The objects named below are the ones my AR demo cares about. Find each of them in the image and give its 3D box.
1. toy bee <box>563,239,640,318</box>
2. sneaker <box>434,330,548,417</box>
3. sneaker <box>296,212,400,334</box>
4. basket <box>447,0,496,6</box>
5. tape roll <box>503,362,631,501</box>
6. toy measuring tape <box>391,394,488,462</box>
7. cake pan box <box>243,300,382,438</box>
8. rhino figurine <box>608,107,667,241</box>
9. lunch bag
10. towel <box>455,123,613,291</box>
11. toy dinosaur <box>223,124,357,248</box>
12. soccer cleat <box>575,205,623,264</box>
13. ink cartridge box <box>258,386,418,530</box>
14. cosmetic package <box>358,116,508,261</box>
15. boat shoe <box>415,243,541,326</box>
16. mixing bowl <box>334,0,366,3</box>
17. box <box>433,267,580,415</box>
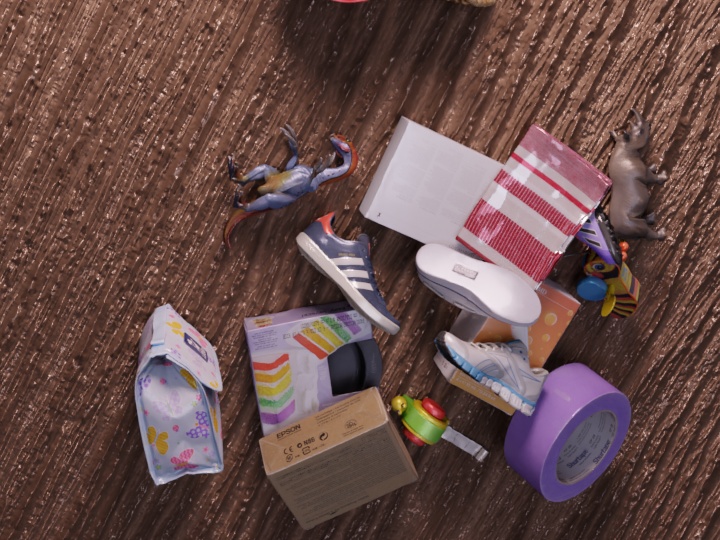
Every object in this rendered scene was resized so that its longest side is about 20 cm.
[{"bbox_3d":[0.371,0.004,1.596,0.198,0.108,0.133,16,66,-38],"label":"toy bee"},{"bbox_3d":[0.193,0.127,1.533,0.199,0.075,0.087,33,92,-26],"label":"sneaker"},{"bbox_3d":[0.000,0.000,1.522,0.084,0.075,0.200,-43,90,-8],"label":"sneaker"},{"bbox_3d":[0.148,-0.455,1.393,0.146,0.143,0.203,6,107,-13],"label":"basket"},{"bbox_3d":[0.322,0.251,1.644,0.198,0.085,0.203,-24,132,-29],"label":"tape roll"},{"bbox_3d":[0.128,0.256,1.658,0.199,0.074,0.074,35,98,-19],"label":"toy measuring tape"},{"bbox_3d":[-0.066,0.148,1.592,0.196,0.052,0.187,-9,111,-10],"label":"cake pan box"},{"bbox_3d":[0.412,-0.142,1.595,0.086,0.060,0.204,-6,100,-14],"label":"rhino figurine"},{"bbox_3d":[-0.256,0.168,1.493,0.125,0.170,0.203,-12,109,-6],"label":"lunch bag"},{"bbox_3d":[0.247,-0.086,1.514,0.143,0.023,0.201,36,98,9],"label":"towel"},{"bbox_3d":[-0.097,-0.133,1.502,0.179,0.106,0.201,-3,146,-24],"label":"toy dinosaur"},{"bbox_3d":[0.314,-0.086,1.552,0.073,0.068,0.202,-32,74,16],"label":"soccer cleat"},{"bbox_3d":[-0.032,0.285,1.595,0.197,0.076,0.166,-24,134,1],"label":"ink cartridge box"},{"bbox_3d":[0.118,-0.113,1.546,0.198,0.052,0.153,23,100,-18],"label":"cosmetic package"},{"bbox_3d":[0.169,0.027,1.526,0.198,0.066,0.074,32,67,20],"label":"boat shoe"},{"bbox_3d":[0.000,-0.448,1.366,0.196,0.108,0.204,3,103,14],"label":"mixing bowl"},{"bbox_3d":[0.220,0.094,1.609,0.123,0.098,0.202,27,100,-17],"label":"box"}]
